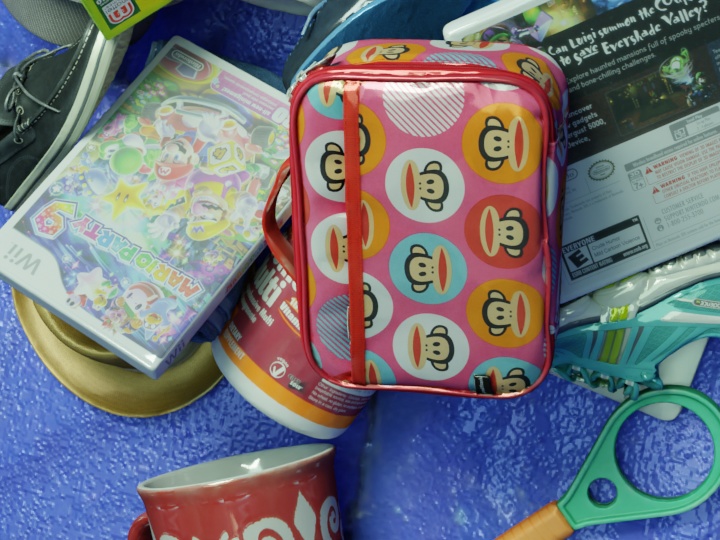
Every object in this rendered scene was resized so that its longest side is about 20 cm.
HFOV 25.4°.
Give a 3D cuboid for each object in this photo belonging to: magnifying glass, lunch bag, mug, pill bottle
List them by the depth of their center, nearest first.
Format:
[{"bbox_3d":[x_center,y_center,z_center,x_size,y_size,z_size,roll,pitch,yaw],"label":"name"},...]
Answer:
[{"bbox_3d":[0.028,-0.030,0.908,0.174,0.082,0.202,4,114,14],"label":"lunch bag"},{"bbox_3d":[0.149,0.146,1.025,0.199,0.022,0.080,-36,89,17],"label":"magnifying glass"},{"bbox_3d":[0.000,0.000,1.025,0.109,0.109,0.201,39,105,14],"label":"pill bottle"},{"bbox_3d":[-0.068,0.226,1.060,0.132,0.177,0.202,-11,89,-20],"label":"mug"}]

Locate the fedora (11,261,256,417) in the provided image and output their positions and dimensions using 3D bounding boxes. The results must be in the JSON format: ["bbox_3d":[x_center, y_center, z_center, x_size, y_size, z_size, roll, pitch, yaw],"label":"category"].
[{"bbox_3d":[-0.170,0.003,1.097,0.199,0.082,0.203,-1,88,17],"label":"fedora"}]

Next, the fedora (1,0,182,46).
[{"bbox_3d":[-0.195,-0.222,1.092,0.200,0.176,0.091,53,137,26],"label":"fedora"}]

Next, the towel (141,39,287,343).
[{"bbox_3d":[-0.113,-0.055,1.045,0.111,0.049,0.201,16,60,1],"label":"towel"}]

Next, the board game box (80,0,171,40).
[{"bbox_3d":[-0.164,-0.247,0.993,0.101,0.048,0.201,-32,62,-3],"label":"board game box"}]

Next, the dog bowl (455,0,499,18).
[{"bbox_3d":[0.132,-0.231,1.002,0.049,0.112,0.201,30,101,-29],"label":"dog bowl"}]

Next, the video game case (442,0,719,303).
[{"bbox_3d":[0.171,-0.097,0.924,0.198,0.023,0.183,-22,111,7],"label":"video game case"}]

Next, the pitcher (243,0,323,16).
[{"bbox_3d":[-0.060,-0.280,1.034,0.170,0.121,0.202,13,90,-24],"label":"pitcher"}]

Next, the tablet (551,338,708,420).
[{"bbox_3d":[0.135,0.001,1.041,0.199,0.014,0.131,22,95,16],"label":"tablet"}]

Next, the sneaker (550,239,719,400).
[{"bbox_3d":[0.153,0.045,0.991,0.198,0.077,0.080,-20,95,17],"label":"sneaker"}]

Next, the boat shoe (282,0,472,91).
[{"bbox_3d":[0.028,-0.180,0.997,0.200,0.084,0.069,-40,51,8],"label":"boat shoe"}]

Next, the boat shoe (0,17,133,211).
[{"bbox_3d":[-0.207,-0.109,1.046,0.062,0.075,0.200,33,138,-14],"label":"boat shoe"}]

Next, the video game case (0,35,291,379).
[{"bbox_3d":[-0.120,-0.045,0.995,0.143,0.018,0.200,30,67,19],"label":"video game case"}]
